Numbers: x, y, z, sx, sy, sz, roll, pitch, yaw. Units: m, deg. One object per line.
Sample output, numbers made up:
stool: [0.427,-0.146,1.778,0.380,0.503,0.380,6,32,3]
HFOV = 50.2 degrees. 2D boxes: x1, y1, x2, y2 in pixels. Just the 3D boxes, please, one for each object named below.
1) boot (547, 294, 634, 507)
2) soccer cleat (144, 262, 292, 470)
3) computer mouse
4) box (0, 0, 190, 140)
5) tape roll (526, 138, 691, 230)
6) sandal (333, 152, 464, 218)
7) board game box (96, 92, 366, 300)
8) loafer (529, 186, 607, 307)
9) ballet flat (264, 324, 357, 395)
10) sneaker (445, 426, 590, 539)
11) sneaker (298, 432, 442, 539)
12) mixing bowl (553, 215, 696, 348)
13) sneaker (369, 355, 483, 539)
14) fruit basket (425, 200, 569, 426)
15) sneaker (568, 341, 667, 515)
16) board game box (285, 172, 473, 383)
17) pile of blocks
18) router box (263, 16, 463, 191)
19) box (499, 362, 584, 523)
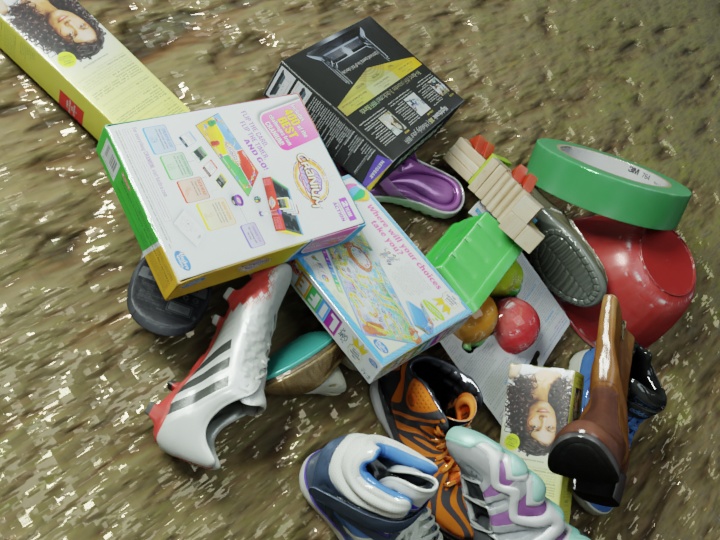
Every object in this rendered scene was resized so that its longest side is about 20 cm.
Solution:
boot: [0.249,0.117,0.772,0.188,0.068,0.200,44,55,-47]
soccer cleat: [-0.108,0.084,0.695,0.085,0.069,0.200,29,71,16]
computer mouse: [-0.146,-0.007,0.752,0.140,0.046,0.200,18,51,-18]
box: [-0.254,-0.184,0.735,0.200,0.050,0.075,43,56,-3]
tape roll: [0.312,-0.112,0.977,0.200,0.048,0.200,15,22,-6]
sandal: [0.041,-0.117,0.897,0.203,0.050,0.083,11,66,-26]
board game box: [-0.111,-0.074,0.695,0.200,0.040,0.153,-19,77,-36]
loafer: [0.242,-0.045,0.956,0.070,0.075,0.200,-18,67,-41]
ballet flat: [-0.026,0.080,0.783,0.200,0.068,0.072,-44,115,-38]
sneaker: [0.117,0.249,0.695,0.140,0.078,0.200,-45,100,-16]
sneaker: [0.041,0.230,0.702,0.200,0.146,0.081,46,56,-6]
mixing bowl: [0.358,0.003,0.998,0.200,0.108,0.200,12,65,-26]
sneaker: [0.085,0.177,0.769,0.078,0.112,0.200,-26,85,-34]
fruit basket: [0.148,0.045,0.889,0.185,0.094,0.200,-48,113,-34]
sneaker: [0.298,0.177,0.892,0.077,0.111,0.200,21,62,-21]
board game box: [0.000,0.000,0.764,0.134,0.034,0.200,-25,68,-39]
pile of blocks: [0.174,-0.099,0.899,0.082,0.062,0.200,22,27,-39]
router box: [0.011,-0.196,0.871,0.157,0.052,0.200,43,42,2]
box: [0.185,0.202,0.809,0.050,0.075,0.200,26,69,-58]
